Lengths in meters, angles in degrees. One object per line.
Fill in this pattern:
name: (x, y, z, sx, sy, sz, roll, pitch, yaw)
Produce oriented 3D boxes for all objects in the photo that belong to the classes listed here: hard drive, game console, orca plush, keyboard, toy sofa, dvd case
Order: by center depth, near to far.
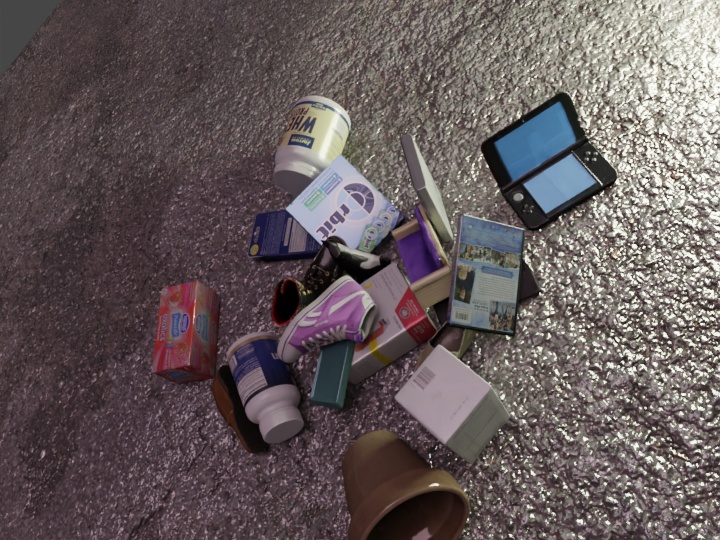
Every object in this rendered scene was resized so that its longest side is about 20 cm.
dvd case: (0.228, 0.010, 1.070, 0.018, 0.142, 0.202, 171, 108, -66)
keyboard: (0.234, 0.035, 1.141, 0.199, 0.040, 0.105, -22, 81, 12)
toy sofa: (0.117, -0.032, 1.141, 0.082, 0.098, 0.201, -28, 35, 10)
game console: (0.364, -0.209, 1.146, 0.199, 0.119, 0.173, -32, 56, 7)
orca plush: (0.000, 0.000, 1.165, 0.104, 0.200, 0.072, 7, 82, 29)
hard drive: (0.133, -0.158, 1.173, 0.026, 0.200, 0.133, -20, 58, 14)

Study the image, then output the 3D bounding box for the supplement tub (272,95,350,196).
supplement tub: (-0.114, -0.284, 1.381, 0.144, 0.145, 0.201, 6, 68, 26)

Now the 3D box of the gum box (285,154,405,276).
gum box: (-0.032, -0.119, 1.276, 0.200, 0.045, 0.170, 44, 87, 10)

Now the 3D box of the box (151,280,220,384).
box: (-0.383, 0.137, 1.318, 0.102, 0.095, 0.202, -12, 61, 17)

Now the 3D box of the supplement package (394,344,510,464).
supplement package: (0.155, 0.224, 0.970, 0.114, 0.200, 0.109, -48, 57, -6)

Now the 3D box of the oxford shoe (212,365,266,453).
oxford shoe: (-0.248, 0.293, 1.210, 0.071, 0.071, 0.201, -53, 52, 26)

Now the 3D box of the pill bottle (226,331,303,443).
pill bottle: (-0.184, 0.231, 1.173, 0.111, 0.111, 0.201, -33, 57, 5)

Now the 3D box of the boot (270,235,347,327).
boot: (-0.101, 0.025, 1.184, 0.073, 0.150, 0.201, 30, 101, 18)

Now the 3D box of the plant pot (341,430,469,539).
plant pot: (0.053, 0.363, 0.974, 0.200, 0.200, 0.175, -40, 37, 1)

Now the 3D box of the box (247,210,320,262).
box: (-0.159, -0.084, 1.367, 0.198, 0.032, 0.122, -3, 64, 21)

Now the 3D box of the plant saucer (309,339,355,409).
plant saucer: (-0.047, 0.152, 1.108, 0.069, 0.019, 0.202, 1, 66, 26)

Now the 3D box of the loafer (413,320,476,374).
loafer: (0.143, 0.160, 1.084, 0.075, 0.068, 0.201, 23, 79, 31)

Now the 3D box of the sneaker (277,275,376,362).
sneaker: (-0.057, 0.112, 1.081, 0.201, 0.073, 0.114, -46, 59, -1)

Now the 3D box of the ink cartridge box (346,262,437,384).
ink cartridge box: (0.026, 0.105, 1.158, 0.199, 0.083, 0.146, -34, 56, 6)
